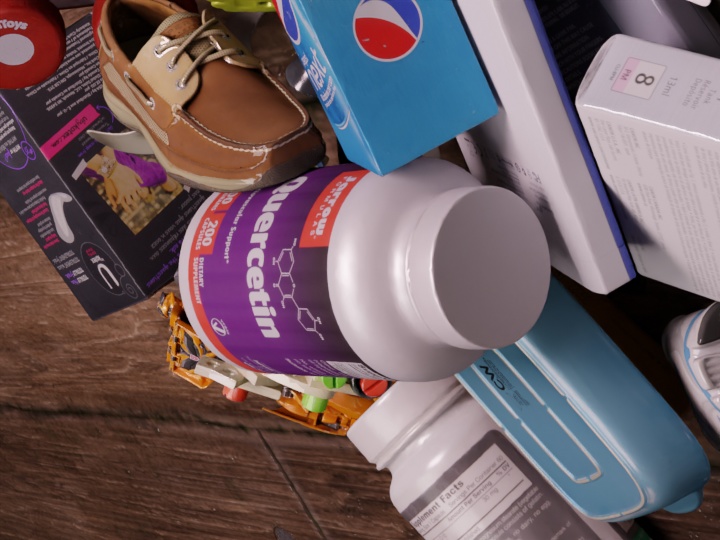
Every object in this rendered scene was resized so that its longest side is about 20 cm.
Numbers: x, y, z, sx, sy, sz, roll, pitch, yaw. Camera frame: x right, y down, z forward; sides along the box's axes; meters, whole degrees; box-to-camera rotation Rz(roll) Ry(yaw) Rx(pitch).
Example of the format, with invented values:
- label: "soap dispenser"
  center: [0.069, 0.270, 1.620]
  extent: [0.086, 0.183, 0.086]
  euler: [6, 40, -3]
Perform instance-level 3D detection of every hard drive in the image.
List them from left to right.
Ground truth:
- label: "hard drive"
  center: [0.066, -0.094, 0.768]
  extent: [0.200, 0.025, 0.132]
  euler: [65, 169, -24]

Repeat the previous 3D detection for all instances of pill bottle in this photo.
- label: "pill bottle"
  center: [0.000, 0.000, 0.802]
  extent: [0.200, 0.112, 0.113]
  euler: [-2, 122, 52]
- label: "pill bottle"
  center: [0.092, 0.151, 1.036]
  extent: [0.200, 0.113, 0.113]
  euler: [48, 151, 7]

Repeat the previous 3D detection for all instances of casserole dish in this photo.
- label: "casserole dish"
  center: [0.106, 0.067, 0.855]
  extent: [0.200, 0.039, 0.121]
  euler: [49, 156, 1]

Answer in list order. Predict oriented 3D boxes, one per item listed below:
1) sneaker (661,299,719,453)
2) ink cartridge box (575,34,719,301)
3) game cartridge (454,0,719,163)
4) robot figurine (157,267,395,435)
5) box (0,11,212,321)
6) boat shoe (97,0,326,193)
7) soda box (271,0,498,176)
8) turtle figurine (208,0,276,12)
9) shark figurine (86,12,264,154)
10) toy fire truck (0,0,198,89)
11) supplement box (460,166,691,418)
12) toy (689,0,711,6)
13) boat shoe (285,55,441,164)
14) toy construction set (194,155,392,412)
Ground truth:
- label: "sneaker"
  center: [0.232, 0.096, 0.836]
  extent: [0.200, 0.075, 0.087]
  euler: [56, 168, -7]
- label: "ink cartridge box"
  center: [0.207, -0.022, 0.702]
  extent: [0.200, 0.057, 0.163]
  euler: [17, 158, 29]
- label: "game cartridge"
  center: [0.097, -0.118, 0.801]
  extent: [0.133, 0.041, 0.200]
  euler: [51, 151, -7]
- label: "robot figurine"
  center: [-0.060, 0.064, 1.148]
  extent: [0.200, 0.058, 0.145]
  euler: [20, 146, 4]
- label: "box"
  center: [-0.206, -0.077, 1.202]
  extent: [0.200, 0.106, 0.122]
  euler: [56, 150, -10]
- label: "boat shoe"
  center: [-0.094, -0.103, 0.854]
  extent: [0.200, 0.076, 0.074]
  euler: [31, 144, 47]
- label: "soda box"
  center: [-0.012, -0.149, 0.726]
  extent: [0.200, 0.068, 0.064]
  euler: [64, 171, -17]
- label: "turtle figurine"
  center: [-0.052, -0.221, 0.817]
  extent: [0.200, 0.064, 0.161]
  euler: [158, 117, -69]
- label: "shark figurine"
  center: [-0.112, -0.133, 1.043]
  extent: [0.128, 0.090, 0.215]
  euler: [14, 157, -3]
- label: "toy fire truck"
  center: [-0.177, -0.211, 0.932]
  extent: [0.168, 0.200, 0.112]
  euler: [88, 172, -51]
- label: "supplement box"
  center: [0.105, 0.033, 0.931]
  extent: [0.200, 0.067, 0.069]
  euler: [43, 150, 15]
- label: "toy"
  center: [0.074, -0.196, 0.687]
  extent: [0.200, 0.047, 0.115]
  euler: [36, 134, 44]
- label: "boat shoe"
  center: [-0.006, -0.107, 0.837]
  extent: [0.199, 0.066, 0.075]
  euler: [72, 173, -48]
- label: "toy construction set"
  center: [-0.035, 0.019, 1.027]
  extent: [0.092, 0.131, 0.200]
  euler: [-102, 29, -54]
